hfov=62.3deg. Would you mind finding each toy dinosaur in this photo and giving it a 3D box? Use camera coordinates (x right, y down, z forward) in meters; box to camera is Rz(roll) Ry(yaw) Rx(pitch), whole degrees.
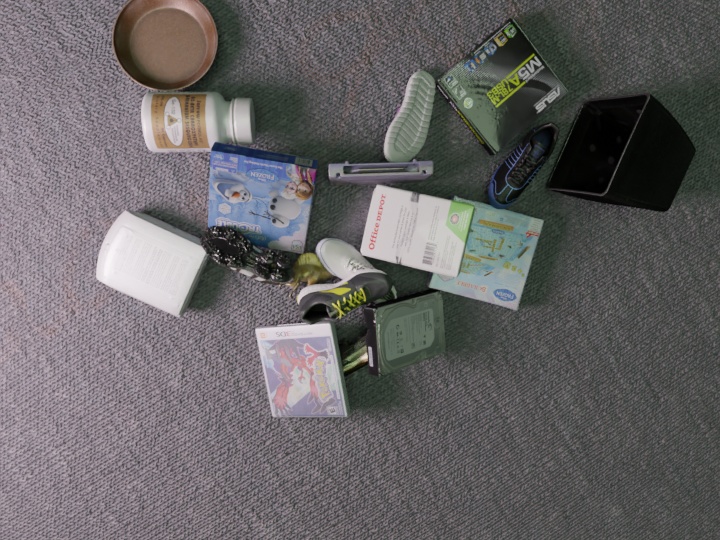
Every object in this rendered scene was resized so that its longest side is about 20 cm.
[{"bbox_3d":[-0.095,0.014,1.236,0.199,0.058,0.101,4,96,-4],"label":"toy dinosaur"}]

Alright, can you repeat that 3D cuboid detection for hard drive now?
[{"bbox_3d":[0.095,0.124,1.217,0.200,0.038,0.140,-11,101,-41],"label":"hard drive"}]

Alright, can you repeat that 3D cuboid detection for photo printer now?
[{"bbox_3d":[-0.421,-0.018,1.203,0.200,0.069,0.167,24,95,-6],"label":"photo printer"}]

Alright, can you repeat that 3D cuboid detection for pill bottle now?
[{"bbox_3d":[-0.308,-0.287,1.153,0.199,0.114,0.115,-1,98,-4],"label":"pill bottle"}]

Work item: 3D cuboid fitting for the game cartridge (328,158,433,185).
[{"bbox_3d":[0.036,-0.194,1.181,0.199,0.130,0.039,-3,96,-4],"label":"game cartridge"}]

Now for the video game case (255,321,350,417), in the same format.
[{"bbox_3d":[-0.121,0.208,1.239,0.182,0.023,0.201,-6,99,24],"label":"video game case"}]

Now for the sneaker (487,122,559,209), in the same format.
[{"bbox_3d":[0.331,-0.216,1.210,0.070,0.078,0.200,33,84,-3],"label":"sneaker"}]

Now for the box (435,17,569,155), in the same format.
[{"bbox_3d":[0.288,-0.372,1.217,0.200,0.048,0.193,-40,96,2],"label":"box"}]

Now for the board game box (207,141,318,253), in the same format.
[{"bbox_3d":[-0.195,-0.138,1.173,0.199,0.043,0.199,9,127,-5],"label":"board game box"}]

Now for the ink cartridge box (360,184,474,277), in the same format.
[{"bbox_3d":[0.116,-0.080,1.201,0.200,0.084,0.146,14,96,11],"label":"ink cartridge box"}]

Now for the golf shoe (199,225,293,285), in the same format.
[{"bbox_3d":[-0.227,-0.019,1.188,0.200,0.095,0.078,27,73,7],"label":"golf shoe"}]

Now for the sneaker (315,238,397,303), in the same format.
[{"bbox_3d":[0.000,0.000,1.216,0.200,0.071,0.073,36,77,-20],"label":"sneaker"}]

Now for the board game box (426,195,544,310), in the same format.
[{"bbox_3d":[0.262,-0.037,1.261,0.200,0.041,0.200,15,96,-5],"label":"board game box"}]

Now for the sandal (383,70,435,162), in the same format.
[{"bbox_3d":[0.101,-0.305,1.215,0.082,0.050,0.203,26,82,-21],"label":"sandal"}]

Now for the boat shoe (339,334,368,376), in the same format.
[{"bbox_3d":[-0.019,0.179,1.263,0.200,0.073,0.065,-28,74,7],"label":"boat shoe"}]

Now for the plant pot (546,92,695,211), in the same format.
[{"bbox_3d":[0.532,-0.217,1.188,0.177,0.200,0.200,20,96,-17],"label":"plant pot"}]

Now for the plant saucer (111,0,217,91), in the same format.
[{"bbox_3d":[-0.375,-0.443,1.158,0.200,0.037,0.201,0,89,-5],"label":"plant saucer"}]

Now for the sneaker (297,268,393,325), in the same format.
[{"bbox_3d":[-0.030,0.061,1.160,0.200,0.085,0.075,-18,121,14],"label":"sneaker"}]
